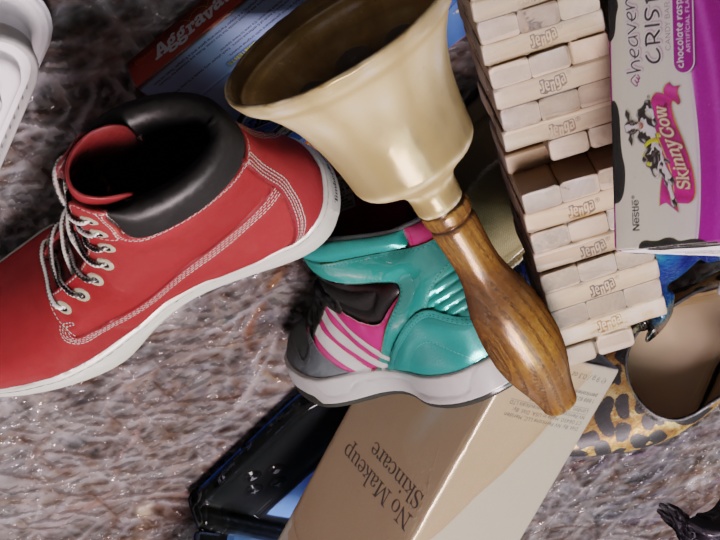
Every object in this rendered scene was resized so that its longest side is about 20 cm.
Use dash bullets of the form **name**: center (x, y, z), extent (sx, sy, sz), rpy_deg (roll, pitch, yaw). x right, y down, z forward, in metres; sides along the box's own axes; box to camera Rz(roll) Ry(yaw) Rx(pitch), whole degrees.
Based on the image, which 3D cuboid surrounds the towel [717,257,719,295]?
- **towel**: center (0.257, -0.054, 0.945), extent (0.198, 0.149, 0.024), rpy_deg (0, 178, -29)

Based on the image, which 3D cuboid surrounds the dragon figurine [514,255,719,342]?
- **dragon figurine**: center (0.162, -0.025, 0.977), extent (0.199, 0.059, 0.099), rpy_deg (-29, 144, 11)

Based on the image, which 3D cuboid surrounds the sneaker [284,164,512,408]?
- **sneaker**: center (0.000, 0.000, 0.901), extent (0.083, 0.122, 0.199), rpy_deg (-33, -167, -27)

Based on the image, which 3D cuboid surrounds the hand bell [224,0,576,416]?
- **hand bell**: center (0.037, -0.018, 0.778), extent (0.103, 0.104, 0.201), rpy_deg (-28, 115, 8)

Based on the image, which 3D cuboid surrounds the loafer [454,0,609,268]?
- **loafer**: center (0.088, -0.056, 0.890), extent (0.075, 0.068, 0.201), rpy_deg (3, 137, -31)

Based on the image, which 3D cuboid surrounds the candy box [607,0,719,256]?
- **candy box**: center (0.179, -0.074, 0.814), extent (0.061, 0.138, 0.199), rpy_deg (-3, 177, 37)

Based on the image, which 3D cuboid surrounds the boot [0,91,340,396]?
- **boot**: center (-0.121, -0.011, 0.794), extent (0.199, 0.073, 0.144), rpy_deg (-28, 163, 17)

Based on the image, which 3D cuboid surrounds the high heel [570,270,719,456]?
- **high heel**: center (0.190, 0.038, 1.020), extent (0.199, 0.072, 0.143), rpy_deg (-34, 175, -6)

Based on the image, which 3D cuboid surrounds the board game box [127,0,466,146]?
- **board game box**: center (0.007, -0.121, 0.806), extent (0.199, 0.020, 0.103), rpy_deg (-36, 141, 18)

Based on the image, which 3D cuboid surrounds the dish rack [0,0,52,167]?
- **dish rack**: center (-0.231, -0.049, 0.751), extent (0.198, 0.044, 0.172), rpy_deg (5, 137, -31)

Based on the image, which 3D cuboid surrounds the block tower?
- **block tower**: center (0.084, -0.060, 0.805), extent (0.054, 0.058, 0.201), rpy_deg (-17, 122, -1)

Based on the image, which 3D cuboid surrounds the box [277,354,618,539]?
- **box**: center (0.040, 0.106, 1.001), extent (0.077, 0.095, 0.201), rpy_deg (15, 109, -40)

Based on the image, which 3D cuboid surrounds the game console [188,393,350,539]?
- **game console**: center (0.004, 0.175, 1.100), extent (0.199, 0.119, 0.171), rpy_deg (18, 129, -43)

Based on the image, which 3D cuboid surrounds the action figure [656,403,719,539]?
- **action figure**: center (0.225, 0.074, 0.956), extent (0.200, 0.102, 0.119), rpy_deg (-41, 150, -19)
